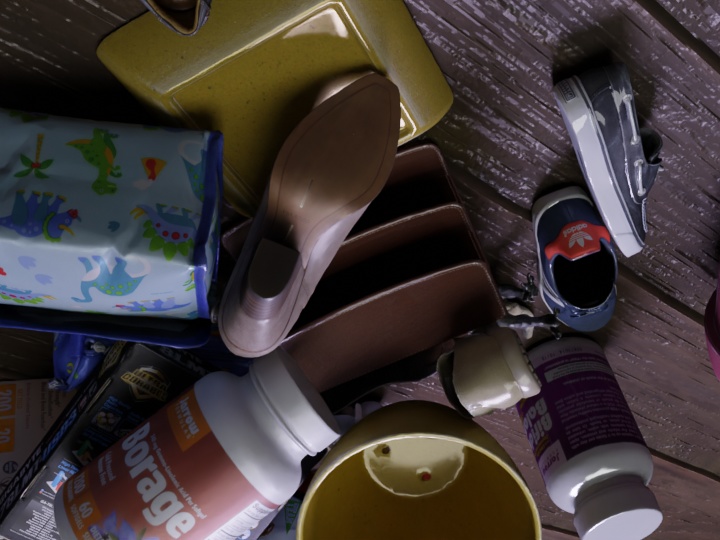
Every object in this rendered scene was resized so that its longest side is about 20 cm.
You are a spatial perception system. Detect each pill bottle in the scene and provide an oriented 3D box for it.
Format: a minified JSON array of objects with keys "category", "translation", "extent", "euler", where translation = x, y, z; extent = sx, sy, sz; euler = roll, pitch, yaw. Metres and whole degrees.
[{"category":"pill bottle","translation":[-0.118,0.148,0.723],"extent":[0.199,0.112,0.112],"euler":[-37,137,0]},{"category":"pill bottle","translation":[0.232,0.178,0.997],"extent":[0.111,0.201,0.113],"euler":[-9,139,-8]}]

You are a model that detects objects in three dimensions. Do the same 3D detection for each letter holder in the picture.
[{"category":"letter holder","translation":[0.000,0.000,0.804],"extent":[0.199,0.101,0.142],"euler":[-23,137,8]}]

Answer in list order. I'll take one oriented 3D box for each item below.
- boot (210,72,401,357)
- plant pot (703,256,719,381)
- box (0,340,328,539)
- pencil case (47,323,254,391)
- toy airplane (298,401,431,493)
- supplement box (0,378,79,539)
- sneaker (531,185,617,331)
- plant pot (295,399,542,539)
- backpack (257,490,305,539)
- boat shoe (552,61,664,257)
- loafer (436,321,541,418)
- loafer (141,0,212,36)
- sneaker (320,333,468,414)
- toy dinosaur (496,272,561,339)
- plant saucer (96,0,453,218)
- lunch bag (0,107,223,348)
[{"category":"boot","translation":[-0.042,-0.031,0.691],"extent":[0.070,0.201,0.146],"euler":[33,164,0]},{"category":"plant pot","translation":[0.414,0.009,0.893],"extent":[0.199,0.201,0.180],"euler":[-21,124,6]},{"category":"box","translation":[-0.163,0.171,0.808],"extent":[0.199,0.050,0.199],"euler":[33,98,-27]},{"category":"pencil case","translation":[-0.168,0.074,0.843],"extent":[0.199,0.079,0.087],"euler":[10,176,-28]},{"category":"toy airplane","translation":[-0.014,0.204,1.019],"extent":[0.198,0.142,0.200],"euler":[26,160,-21]},{"category":"supplement box","translation":[-0.243,0.165,0.888],"extent":[0.198,0.127,0.074],"euler":[-3,136,-16]},{"category":"sneaker","translation":[0.205,0.016,0.897],"extent":[0.074,0.085,0.200],"euler":[-23,139,8]},{"category":"plant pot","translation":[0.048,0.193,0.844],"extent":[0.198,0.142,0.202],"euler":[0,111,1]},{"category":"backpack","translation":[-0.077,0.304,0.939],"extent":[0.199,0.154,0.192],"euler":[-13,108,47]},{"category":"boat shoe","translation":[0.218,-0.089,0.801],"extent":[0.067,0.072,0.200],"euler":[-24,132,11]},{"category":"loafer","translation":[0.099,0.085,0.817],"extent":[0.068,0.076,0.200],"euler":[-22,171,-2]},{"category":"loafer","translation":[-0.131,-0.220,0.534],"extent":[0.072,0.073,0.200],"euler":[-24,138,11]},{"category":"sneaker","translation":[0.008,0.072,0.924],"extent":[0.199,0.085,0.073],"euler":[-19,114,-25]},{"category":"toy dinosaur","translation":[0.138,0.035,0.912],"extent":[0.088,0.048,0.199],"euler":[-2,163,43]},{"category":"plant saucer","translation":[-0.049,-0.124,0.688],"extent":[0.199,0.049,0.200],"euler":[-26,138,12]},{"category":"lunch bag","translation":[-0.186,-0.014,0.698],"extent":[0.169,0.128,0.200],"euler":[7,158,-6]}]
